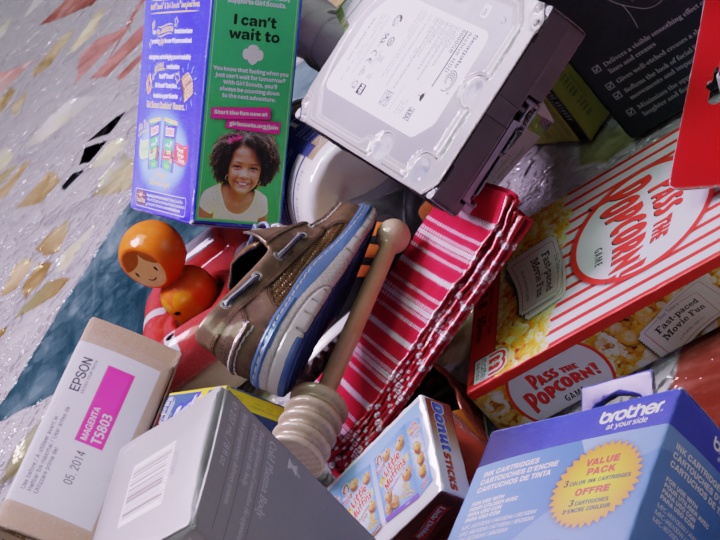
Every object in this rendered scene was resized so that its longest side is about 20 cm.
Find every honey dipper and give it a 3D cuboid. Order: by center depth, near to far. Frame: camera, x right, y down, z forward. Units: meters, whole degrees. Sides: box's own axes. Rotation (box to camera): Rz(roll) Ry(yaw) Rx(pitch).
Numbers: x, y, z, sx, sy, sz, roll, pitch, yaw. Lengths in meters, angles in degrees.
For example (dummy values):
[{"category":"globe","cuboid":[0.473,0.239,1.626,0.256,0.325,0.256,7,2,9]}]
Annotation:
[{"category":"honey dipper","cuboid":[-0.006,0.039,1.188,0.038,0.038,0.201,-20,33,41]}]

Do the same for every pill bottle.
[{"category":"pill bottle","cuboid":[-0.022,-0.071,1.483,0.111,0.111,0.200,-46,25,-6]}]

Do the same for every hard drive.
[{"category":"hard drive","cuboid":[0.044,-0.124,1.247,0.140,0.038,0.200,-57,34,3]}]

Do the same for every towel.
[{"category":"towel","cuboid":[0.027,0.028,1.211,0.201,0.022,0.145,-55,16,2]}]

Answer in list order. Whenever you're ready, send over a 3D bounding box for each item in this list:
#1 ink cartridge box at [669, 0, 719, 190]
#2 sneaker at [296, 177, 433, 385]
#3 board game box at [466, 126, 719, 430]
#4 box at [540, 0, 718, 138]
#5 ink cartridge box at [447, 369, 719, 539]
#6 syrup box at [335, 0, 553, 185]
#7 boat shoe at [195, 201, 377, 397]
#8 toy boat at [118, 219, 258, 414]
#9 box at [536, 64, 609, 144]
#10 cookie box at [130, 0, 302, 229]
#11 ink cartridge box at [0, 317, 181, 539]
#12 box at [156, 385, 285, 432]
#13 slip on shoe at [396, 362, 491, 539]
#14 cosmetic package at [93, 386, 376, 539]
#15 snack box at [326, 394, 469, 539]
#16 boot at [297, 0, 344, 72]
[{"category":"ink cartridge box","cuboid":[0.265,-0.144,1.127,0.174,0.084,0.201,-6,40,22]},{"category":"sneaker","cuboid":[0.000,0.000,1.344,0.090,0.070,0.200,34,70,27]},{"category":"board game box","cuboid":[0.159,-0.003,1.174,0.199,0.046,0.152,-31,27,25]},{"category":"box","cuboid":[0.183,-0.217,1.293,0.148,0.200,0.107,-31,27,25]},{"category":"ink cartridge box","cuboid":[0.113,0.143,0.982,0.136,0.076,0.201,-19,33,43]},{"category":"syrup box","cuboid":[0.055,-0.142,1.356,0.079,0.081,0.201,-48,35,20]},{"category":"boat shoe","cuboid":[-0.044,0.001,1.219,0.200,0.072,0.073,-57,-11,-61]},{"category":"toy boat","cuboid":[-0.133,0.016,1.490,0.130,0.131,0.200,-36,25,16]},{"category":"box","cuboid":[0.100,-0.132,1.442,0.050,0.075,0.199,-52,24,-22]},{"category":"cookie box","cuboid":[-0.110,-0.138,1.461,0.171,0.075,0.202,-164,78,-67]},{"category":"ink cartridge box","cuboid":[-0.204,0.160,1.360,0.201,0.075,0.165,-71,5,-46]},{"category":"box","cuboid":[-0.086,0.116,1.253,0.200,0.070,0.065,164,126,-74]},{"category":"slip on shoe","cuboid":[0.050,0.115,1.135,0.074,0.061,0.200,-37,25,11]},{"category":"cosmetic package","cuboid":[-0.045,0.173,1.025,0.090,0.200,0.107,-32,29,27]},{"category":"snack box","cuboid":[-0.011,0.160,1.126,0.200,0.024,0.072,-47,34,30]},{"category":"boot","cuboid":[-0.003,-0.185,1.548,0.074,0.095,0.200,-61,-17,10]}]
